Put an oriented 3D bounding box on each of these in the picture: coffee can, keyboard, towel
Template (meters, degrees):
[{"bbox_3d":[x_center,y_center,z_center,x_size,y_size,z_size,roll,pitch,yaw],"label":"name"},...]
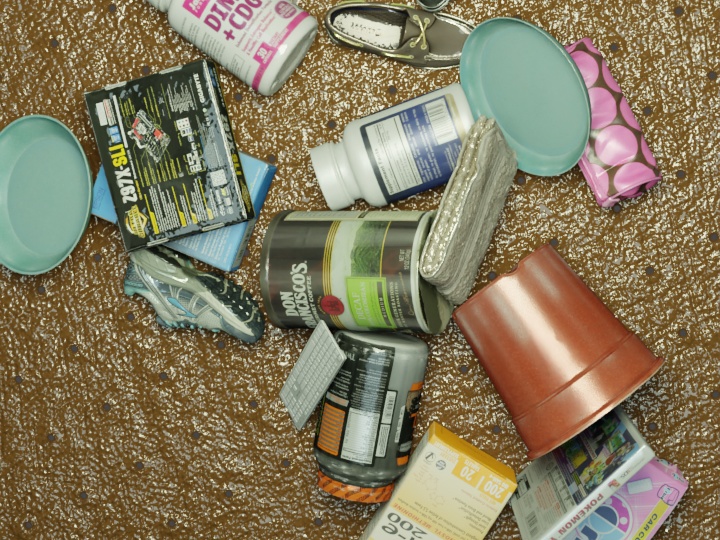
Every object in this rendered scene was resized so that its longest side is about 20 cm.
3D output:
[{"bbox_3d":[0.000,0.000,1.389,0.199,0.146,0.147,1,96,23],"label":"coffee can"},{"bbox_3d":[-0.062,0.131,1.426,0.011,0.200,0.056,-25,70,-32],"label":"keyboard"},{"bbox_3d":[0.128,-0.066,1.335,0.034,0.133,0.201,17,81,25],"label":"towel"}]

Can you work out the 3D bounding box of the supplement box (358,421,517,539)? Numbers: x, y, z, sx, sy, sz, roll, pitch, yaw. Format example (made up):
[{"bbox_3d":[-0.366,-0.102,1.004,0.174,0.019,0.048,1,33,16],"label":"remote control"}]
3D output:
[{"bbox_3d":[0.093,0.312,1.474,0.126,0.074,0.201,30,98,-1],"label":"supplement box"}]

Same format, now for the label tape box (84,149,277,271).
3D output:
[{"bbox_3d":[-0.224,-0.103,1.467,0.199,0.063,0.145,23,97,5],"label":"label tape box"}]

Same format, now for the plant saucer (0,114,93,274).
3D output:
[{"bbox_3d":[-0.402,-0.094,1.469,0.199,0.036,0.201,0,89,31],"label":"plant saucer"}]

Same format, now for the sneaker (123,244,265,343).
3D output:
[{"bbox_3d":[-0.213,0.041,1.486,0.200,0.078,0.087,33,110,8],"label":"sneaker"}]

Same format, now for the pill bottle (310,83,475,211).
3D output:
[{"bbox_3d":[0.045,-0.143,1.415,0.199,0.111,0.112,-19,94,7],"label":"pill bottle"}]

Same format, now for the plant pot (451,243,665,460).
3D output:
[{"bbox_3d":[0.223,0.087,1.392,0.200,0.201,0.196,-37,83,8],"label":"plant pot"}]

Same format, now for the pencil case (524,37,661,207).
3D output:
[{"bbox_3d":[0.280,-0.173,1.403,0.094,0.091,0.201,-31,90,-32],"label":"pencil case"}]

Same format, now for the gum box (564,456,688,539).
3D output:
[{"bbox_3d":[0.306,0.303,1.459,0.113,0.066,0.200,34,97,2],"label":"gum box"}]

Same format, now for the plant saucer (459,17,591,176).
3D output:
[{"bbox_3d":[0.198,-0.207,1.374,0.027,0.200,0.201,-32,93,-30],"label":"plant saucer"}]

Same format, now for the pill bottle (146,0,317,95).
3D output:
[{"bbox_3d":[-0.161,-0.313,1.415,0.200,0.113,0.114,36,98,1],"label":"pill bottle"}]

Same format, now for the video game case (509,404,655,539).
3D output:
[{"bbox_3d":[0.256,0.241,1.390,0.182,0.200,0.023,-44,97,8],"label":"video game case"}]

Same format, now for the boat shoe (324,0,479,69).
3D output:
[{"bbox_3d":[0.054,-0.290,1.425,0.199,0.060,0.072,12,96,4],"label":"boat shoe"}]

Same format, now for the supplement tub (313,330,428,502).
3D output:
[{"bbox_3d":[0.010,0.176,1.445,0.122,0.123,0.201,11,97,4],"label":"supplement tub"}]

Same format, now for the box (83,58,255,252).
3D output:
[{"bbox_3d":[-0.230,-0.138,1.408,0.159,0.049,0.201,-15,93,11],"label":"box"}]

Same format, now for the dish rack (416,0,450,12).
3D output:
[{"bbox_3d":[0.068,-0.431,1.404,0.153,0.055,0.200,-46,71,6],"label":"dish rack"}]
